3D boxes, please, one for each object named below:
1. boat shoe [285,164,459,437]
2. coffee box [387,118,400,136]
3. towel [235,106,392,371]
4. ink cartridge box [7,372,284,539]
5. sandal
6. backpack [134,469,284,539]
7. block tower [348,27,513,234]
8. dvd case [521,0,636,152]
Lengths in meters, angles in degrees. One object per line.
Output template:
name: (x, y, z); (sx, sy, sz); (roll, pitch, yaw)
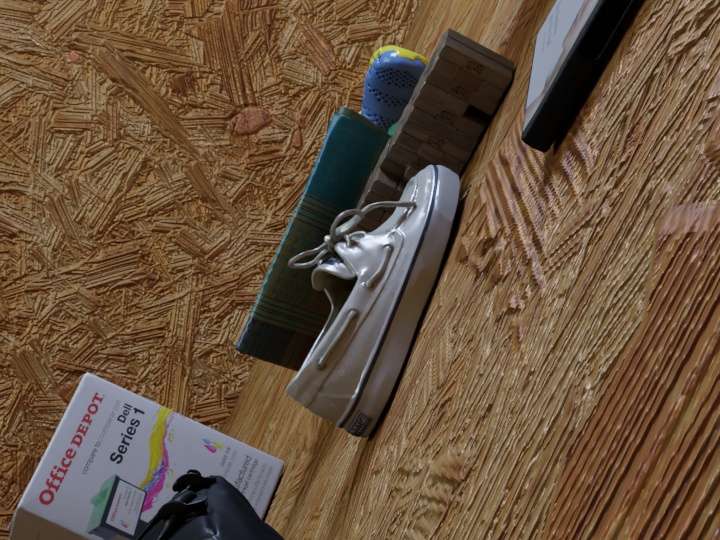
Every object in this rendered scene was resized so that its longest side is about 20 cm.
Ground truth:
boat shoe: (-0.002, 0.003, 0.881); (0.075, 0.086, 0.203); (123, 170, -59)
coffee box: (0.007, -0.033, 1.237); (0.123, 0.044, 0.201); (-150, 85, -86)
towel: (-0.019, -0.016, 1.100); (0.146, 0.022, 0.201); (26, -91, -57)
ink cartridge box: (-0.189, 0.202, 1.238); (0.084, 0.199, 0.145); (122, 172, -56)
sandal: (0.029, -0.169, 1.571); (0.200, 0.079, 0.087); (107, -179, -56)
backpack: (-0.090, 0.206, 0.601); (0.200, 0.154, 0.163); (-43, 5, -6)
block tower: (0.041, -0.074, 1.007); (0.201, 0.058, 0.054); (-60, 6, 29)
dvd case: (0.134, -0.168, 0.682); (0.201, 0.017, 0.143); (-62, 5, 31)
